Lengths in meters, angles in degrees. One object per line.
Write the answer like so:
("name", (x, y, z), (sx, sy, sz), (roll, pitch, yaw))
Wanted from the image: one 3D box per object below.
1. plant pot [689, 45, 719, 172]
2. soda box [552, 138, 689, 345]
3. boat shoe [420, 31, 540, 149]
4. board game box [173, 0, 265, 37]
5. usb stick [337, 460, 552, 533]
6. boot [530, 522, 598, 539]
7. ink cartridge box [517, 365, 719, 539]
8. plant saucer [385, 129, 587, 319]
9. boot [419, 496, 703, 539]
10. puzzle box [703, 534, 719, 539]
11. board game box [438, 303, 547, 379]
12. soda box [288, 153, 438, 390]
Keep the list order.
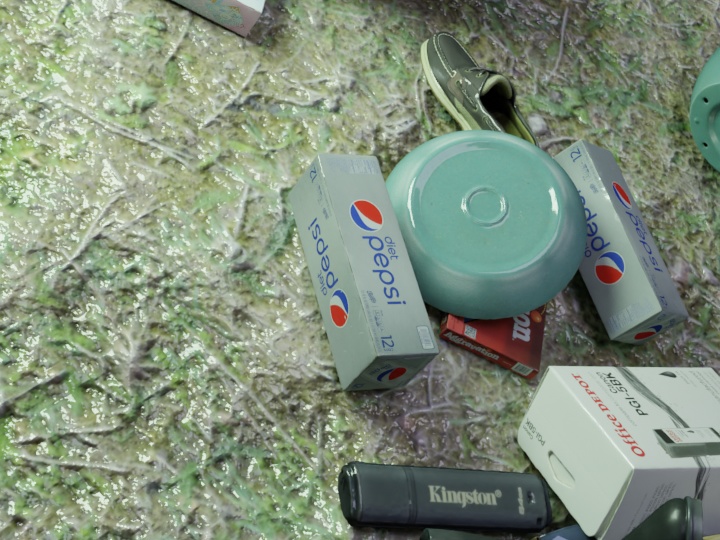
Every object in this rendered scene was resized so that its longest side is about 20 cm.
("plant pot", (0.468, -0.189, 1.532), (0.161, 0.201, 0.201), (-34, 80, -28))
("soda box", (0.250, -0.028, 1.356), (0.068, 0.063, 0.201), (11, 51, -52))
("boat shoe", (0.128, -0.173, 1.378), (0.072, 0.066, 0.201), (0, 54, -39))
("board game box", (-0.174, -0.351, 1.336), (0.198, 0.043, 0.201), (24, 50, -16))
("usb stick", (0.072, 0.190, 1.130), (0.199, 0.033, 0.056), (8, 55, -28))
("boot", (0.233, 0.246, 1.163), (0.199, 0.075, 0.097), (-14, 71, -36))
("ink cartridge box", (0.263, 0.158, 1.201), (0.199, 0.083, 0.147), (3, 32, -31))
("plant saucer", (0.115, -0.053, 1.261), (0.199, 0.036, 0.201), (0, 65, -1))
("boot", (0.144, 0.220, 1.034), (0.199, 0.165, 0.066), (12, 38, 1))
("puzzle box", (0.292, 0.281, 1.101), (0.200, 0.025, 0.134), (17, 83, -62))
("board game box", (0.135, 0.001, 1.307), (0.103, 0.019, 0.201), (26, 49, -16))
("soda box", (0.000, 0.000, 1.179), (0.063, 0.068, 0.201), (-1, 60, -31))
